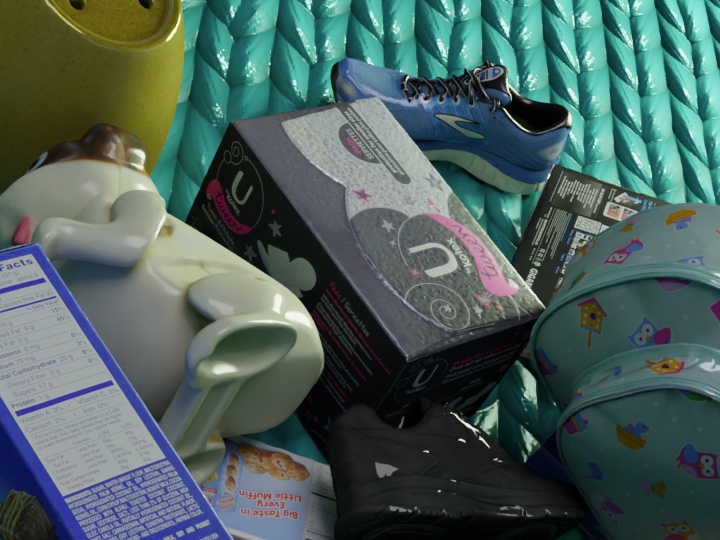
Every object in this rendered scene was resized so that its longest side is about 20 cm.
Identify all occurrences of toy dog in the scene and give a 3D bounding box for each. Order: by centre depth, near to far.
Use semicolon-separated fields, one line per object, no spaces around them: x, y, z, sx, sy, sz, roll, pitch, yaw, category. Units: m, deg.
-0.121;0.004;0.847;0.200;0.140;0.194;43;38;21;toy dog

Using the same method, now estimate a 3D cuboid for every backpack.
0.196;0.068;0.893;0.200;0.175;0.153;58;44;-10;backpack

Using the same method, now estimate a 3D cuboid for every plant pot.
-0.188;-0.139;0.935;0.199;0.142;0.201;20;53;-28;plant pot

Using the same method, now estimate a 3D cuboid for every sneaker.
0.061;0.121;0.892;0.200;0.076;0.091;16;48;-44;sneaker
0.072;-0.130;1.155;0.199;0.089;0.079;14;43;-19;sneaker

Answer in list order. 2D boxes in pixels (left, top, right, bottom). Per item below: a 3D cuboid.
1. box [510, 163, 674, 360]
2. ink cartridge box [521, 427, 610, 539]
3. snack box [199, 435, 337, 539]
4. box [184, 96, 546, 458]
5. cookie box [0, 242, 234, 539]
0.207;0.015;1.084;0.198;0.050;0.200;20;36;7;box
0.202;0.113;1.039;0.099;0.039;0.200;43;43;12;ink cartridge box
-0.066;0.131;0.871;0.199;0.024;0.072;21;42;-13;snack box
0.000;0.000;0.968;0.132;0.115;0.200;-16;60;-39;box
-0.160;0.119;0.718;0.075;0.171;0.200;-15;58;-43;cookie box
